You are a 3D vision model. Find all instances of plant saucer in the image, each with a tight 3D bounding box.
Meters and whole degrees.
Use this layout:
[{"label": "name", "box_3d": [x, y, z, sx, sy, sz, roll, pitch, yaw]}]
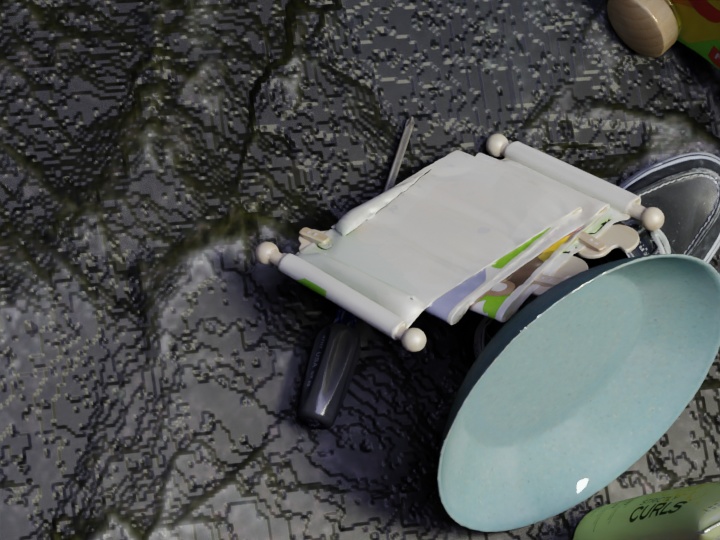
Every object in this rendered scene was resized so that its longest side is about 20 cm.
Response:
[{"label": "plant saucer", "box_3d": [0.115, 0.059, 1.617, 0.201, 0.201, 0.039, -27, 55, -21]}]

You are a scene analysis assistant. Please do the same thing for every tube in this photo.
[{"label": "tube", "box_3d": [0.177, 0.139, 1.592, 0.052, 0.200, 0.058, 26, 72, -12]}]

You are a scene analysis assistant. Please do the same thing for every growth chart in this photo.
[{"label": "growth chart", "box_3d": [0.061, -0.018, 1.635, 0.200, 0.018, 0.145, -27, 45, -31]}]

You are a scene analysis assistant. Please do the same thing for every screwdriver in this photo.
[{"label": "screwdriver", "box_3d": [0.000, 0.000, 1.673, 0.028, 0.029, 0.200, 22, 63, -10]}]

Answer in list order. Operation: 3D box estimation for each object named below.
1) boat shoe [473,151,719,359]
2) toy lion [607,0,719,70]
[{"label": "boat shoe", "box_3d": [0.151, -0.005, 1.689, 0.200, 0.068, 0.072, -36, 89, -21]}, {"label": "toy lion", "box_3d": [0.230, -0.157, 1.675, 0.200, 0.192, 0.069, 45, 69, 8]}]
